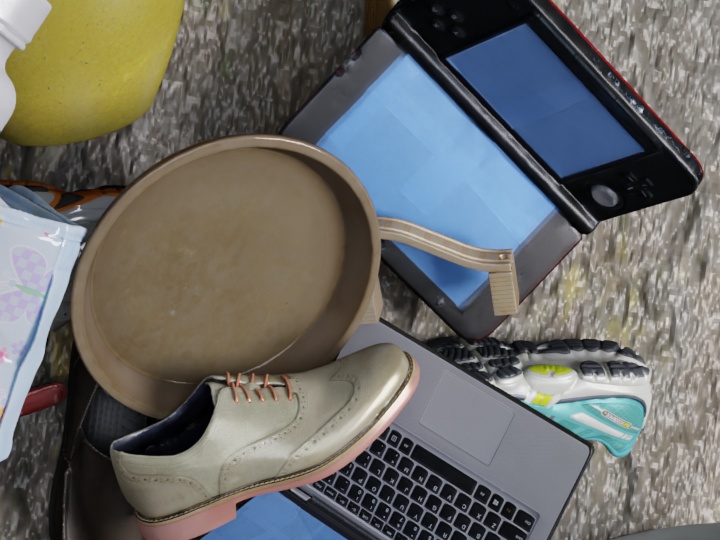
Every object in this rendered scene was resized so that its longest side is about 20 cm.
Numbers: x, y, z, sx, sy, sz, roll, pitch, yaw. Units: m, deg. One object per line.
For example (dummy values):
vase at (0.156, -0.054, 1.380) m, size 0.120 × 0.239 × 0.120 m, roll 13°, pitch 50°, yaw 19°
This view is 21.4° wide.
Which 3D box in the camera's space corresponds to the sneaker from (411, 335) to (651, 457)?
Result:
sneaker at (0.098, 0.092, 1.270) m, size 0.198 × 0.078 × 0.080 m, roll 3°, pitch 110°, yaw -7°

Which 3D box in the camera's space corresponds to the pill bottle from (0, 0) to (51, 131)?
pill bottle at (-0.250, -0.080, 0.994) m, size 0.112 × 0.112 × 0.201 m, roll 36°, pitch 88°, yaw -12°

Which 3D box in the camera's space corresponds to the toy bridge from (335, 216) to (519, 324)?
toy bridge at (0.000, 0.000, 1.214) m, size 0.198 × 0.027 × 0.068 m, roll -3°, pitch 120°, yaw 13°

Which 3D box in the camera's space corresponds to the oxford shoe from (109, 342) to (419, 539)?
oxford shoe at (-0.057, 0.091, 1.156) m, size 0.199 × 0.071 × 0.074 m, roll -30°, pitch 119°, yaw -7°

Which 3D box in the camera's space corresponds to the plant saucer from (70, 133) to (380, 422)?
plant saucer at (-0.082, 0.003, 1.148) m, size 0.198 × 0.030 × 0.202 m, roll -14°, pitch 127°, yaw -20°

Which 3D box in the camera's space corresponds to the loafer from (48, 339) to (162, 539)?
loafer at (-0.160, 0.126, 1.204) m, size 0.072 × 0.071 × 0.202 m, roll -2°, pitch 90°, yaw -14°

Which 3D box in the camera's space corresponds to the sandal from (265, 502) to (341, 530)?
sandal at (0.023, 0.208, 1.241) m, size 0.198 × 0.087 × 0.080 m, roll 21°, pitch 85°, yaw -5°

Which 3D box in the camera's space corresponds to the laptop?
laptop at (0.006, 0.150, 1.166) m, size 0.186 × 0.116 × 0.201 m, roll 30°, pitch 98°, yaw 26°

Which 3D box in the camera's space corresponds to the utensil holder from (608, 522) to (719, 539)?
utensil holder at (0.208, 0.284, 1.251) m, size 0.168 × 0.170 × 0.202 m, roll -13°, pitch 92°, yaw -14°

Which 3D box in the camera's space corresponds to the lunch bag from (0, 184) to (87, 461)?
lunch bag at (-0.273, 0.016, 1.109) m, size 0.198 × 0.127 × 0.171 m, roll 21°, pitch 97°, yaw 13°

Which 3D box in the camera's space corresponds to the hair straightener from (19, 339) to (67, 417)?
hair straightener at (-0.289, 0.078, 1.196) m, size 0.198 × 0.041 × 0.078 m, roll -20°, pitch 74°, yaw -8°

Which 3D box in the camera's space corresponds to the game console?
game console at (0.080, -0.069, 1.180) m, size 0.200 × 0.172 × 0.119 m, roll 43°, pitch 62°, yaw -18°

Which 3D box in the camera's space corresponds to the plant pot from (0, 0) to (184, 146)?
plant pot at (-0.189, -0.160, 1.152) m, size 0.198 × 0.200 × 0.143 m, roll -15°, pitch 118°, yaw -14°

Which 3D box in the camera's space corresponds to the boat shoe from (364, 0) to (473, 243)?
boat shoe at (0.059, -0.107, 1.263) m, size 0.069 × 0.074 × 0.202 m, roll -22°, pitch 105°, yaw -16°

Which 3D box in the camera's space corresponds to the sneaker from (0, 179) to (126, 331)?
sneaker at (-0.168, -0.007, 1.209) m, size 0.198 × 0.076 × 0.093 m, roll 3°, pitch 97°, yaw -7°
